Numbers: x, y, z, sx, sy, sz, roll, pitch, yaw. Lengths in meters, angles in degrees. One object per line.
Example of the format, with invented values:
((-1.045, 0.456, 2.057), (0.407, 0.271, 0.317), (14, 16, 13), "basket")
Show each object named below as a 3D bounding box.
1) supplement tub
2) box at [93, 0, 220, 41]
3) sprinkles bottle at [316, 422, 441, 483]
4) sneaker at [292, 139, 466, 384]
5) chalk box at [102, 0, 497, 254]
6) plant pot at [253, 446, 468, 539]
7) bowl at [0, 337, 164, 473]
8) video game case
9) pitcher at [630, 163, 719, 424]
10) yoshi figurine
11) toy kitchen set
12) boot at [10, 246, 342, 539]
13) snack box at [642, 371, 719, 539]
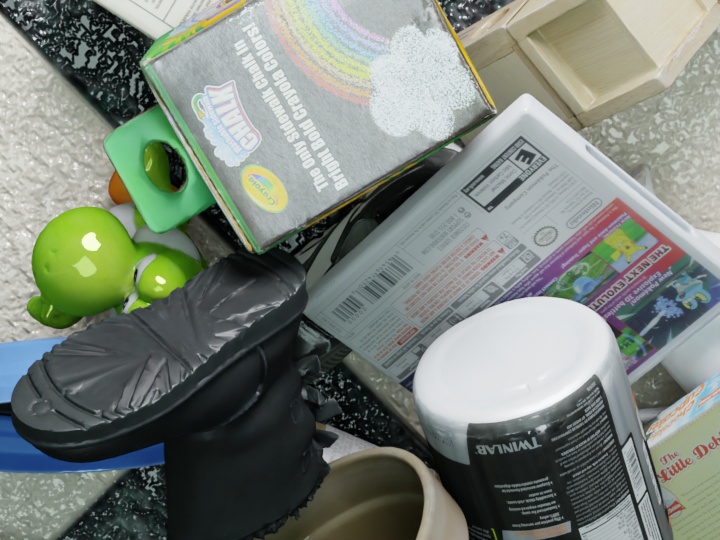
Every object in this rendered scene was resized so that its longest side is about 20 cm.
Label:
((0.112, 0.127, 1.292), (0.122, 0.123, 0.201), (-18, 122, 1), "supplement tub")
((-0.064, -0.180, 1.319), (0.199, 0.109, 0.128), (33, 98, -7), "box")
((0.011, 0.146, 1.397), (0.199, 0.068, 0.069), (23, 98, -5), "sprinkles bottle")
((0.000, 0.000, 1.361), (0.066, 0.091, 0.200), (43, 96, -7), "sneaker")
((-0.042, -0.096, 1.219), (0.199, 0.124, 0.125), (-29, 101, 5), "chalk box")
((0.013, 0.232, 1.265), (0.200, 0.200, 0.174), (-40, 113, 5), "plant pot")
((-0.173, 0.082, 1.324), (0.199, 0.201, 0.040), (-3, 73, -1), "bowl")
((0.096, 0.012, 1.303), (0.182, 0.023, 0.200), (37, 122, -20), "video game case")
((0.222, 0.052, 1.374), (0.199, 0.121, 0.172), (28, 117, 5), "pitcher")
((-0.147, -0.014, 1.295), (0.111, 0.200, 0.113), (-15, 104, -6), "yoshi figurine")
((0.131, -0.204, 1.341), (0.163, 0.180, 0.200), (50, 55, -12), "toy kitchen set")
((-0.097, 0.091, 1.215), (0.198, 0.073, 0.163), (-32, 138, -32), "boot")
((0.214, 0.139, 1.357), (0.116, 0.037, 0.200), (39, 139, -7), "snack box")
